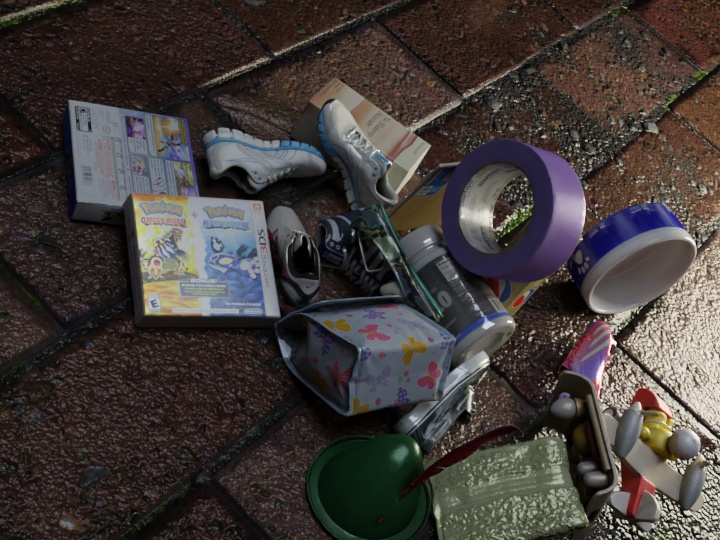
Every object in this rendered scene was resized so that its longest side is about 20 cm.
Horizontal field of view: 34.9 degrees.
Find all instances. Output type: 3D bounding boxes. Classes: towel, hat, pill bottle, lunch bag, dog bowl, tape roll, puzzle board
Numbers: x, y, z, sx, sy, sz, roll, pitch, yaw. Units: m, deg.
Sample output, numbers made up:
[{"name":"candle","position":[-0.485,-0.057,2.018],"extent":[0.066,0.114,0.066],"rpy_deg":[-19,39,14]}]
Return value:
[{"name":"towel","position":[0.189,0.299,1.515],"extent":[0.200,0.036,0.148],"rpy_deg":[-10,55,-2]},{"name":"hat","position":[0.049,0.231,1.437],"extent":[0.200,0.176,0.166],"rpy_deg":[-28,67,-42]},{"name":"pill bottle","position":[0.133,0.035,1.719],"extent":[0.114,0.114,0.200],"rpy_deg":[-14,60,-39]},{"name":"lunch bag","position":[0.000,0.100,1.559],"extent":[0.170,0.127,0.200],"rpy_deg":[-4,22,-35]},{"name":"dog bowl","position":[0.448,-0.019,1.896],"extent":[0.200,0.200,0.079],"rpy_deg":[-2,52,-32]},{"name":"tape roll","position":[0.220,-0.085,1.663],"extent":[0.085,0.200,0.200],"rpy_deg":[8,46,-46]},{"name":"puzzle board","position":[0.126,-0.120,1.793],"extent":[0.151,0.200,0.017],"rpy_deg":[-8,67,-36]}]

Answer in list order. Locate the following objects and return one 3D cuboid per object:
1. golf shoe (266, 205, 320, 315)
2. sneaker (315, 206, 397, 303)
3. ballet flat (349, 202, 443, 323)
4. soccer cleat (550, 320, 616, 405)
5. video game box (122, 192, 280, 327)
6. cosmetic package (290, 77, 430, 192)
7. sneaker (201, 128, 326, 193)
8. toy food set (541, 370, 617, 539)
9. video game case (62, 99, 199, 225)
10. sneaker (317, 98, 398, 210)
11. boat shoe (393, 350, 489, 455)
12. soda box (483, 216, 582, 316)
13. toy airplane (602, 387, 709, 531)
[{"name":"golf shoe","position":[-0.091,-0.029,1.659],"extent":[0.073,0.092,0.200],"rpy_deg":[8,43,-26]},{"name":"sneaker","position":[0.000,0.000,1.706],"extent":[0.108,0.070,0.200],"rpy_deg":[-11,64,-29]},{"name":"ballet flat","position":[0.047,0.000,1.653],"extent":[0.074,0.074,0.200],"rpy_deg":[-16,72,-40]},{"name":"soccer cleat","position":[0.348,0.143,1.792],"extent":[0.076,0.067,0.200],"rpy_deg":[25,46,-3]},{"name":"video game box","position":[-0.217,-0.013,1.573],"extent":[0.200,0.047,0.182],"rpy_deg":[2,64,-30]},{"name":"cosmetic package","position":[0.001,-0.214,1.885],"extent":[0.200,0.087,0.103],"rpy_deg":[35,41,2]},{"name":"sneaker","position":[-0.146,-0.154,1.757],"extent":[0.200,0.075,0.087],"rpy_deg":[6,63,-24]},{"name":"toy food set","position":[0.295,0.259,1.595],"extent":[0.060,0.144,0.200],"rpy_deg":[1,50,-8]},{"name":"video game case","position":[-0.331,-0.149,1.656],"extent":[0.181,0.045,0.200],"rpy_deg":[6,50,-26]},{"name":"sneaker","position":[0.005,-0.181,1.786],"extent":[0.075,0.087,0.200],"rpy_deg":[-47,119,-41]},{"name":"boat shoe","position":[0.127,0.190,1.618],"extent":[0.071,0.072,0.200],"rpy_deg":[48,55,4]},{"name":"soda box","position":[0.247,-0.002,1.755],"extent":[0.064,0.200,0.068],"rpy_deg":[-17,62,-48]},{"name":"toy airplane","position":[0.424,0.275,1.656],"extent":[0.200,0.141,0.199],"rpy_deg":[-12,78,-54]}]
